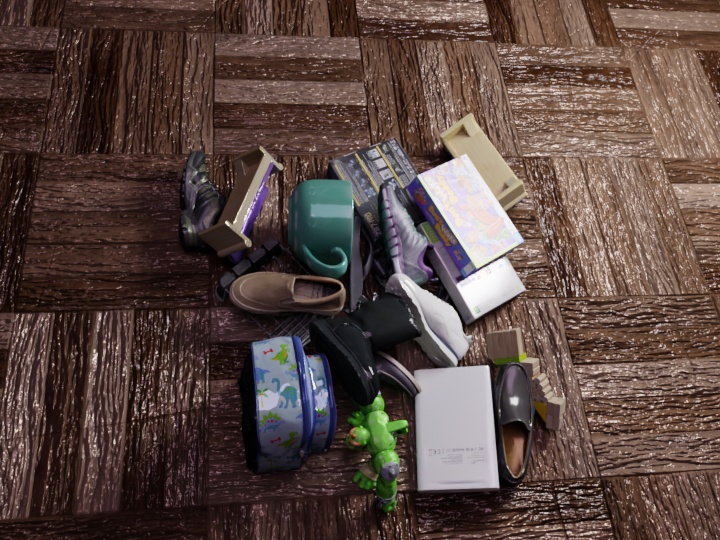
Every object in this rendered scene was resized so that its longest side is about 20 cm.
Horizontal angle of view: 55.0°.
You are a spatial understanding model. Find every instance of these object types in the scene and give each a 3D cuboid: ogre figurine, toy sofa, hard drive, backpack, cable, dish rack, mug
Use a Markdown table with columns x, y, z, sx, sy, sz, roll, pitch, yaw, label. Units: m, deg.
| x | y | z | sx | sy | sz | roll | pitch | yaw | label |
| --- | --- | --- | --- | --- | --- | --- | --- | --- | --- |
| 0.024 | 0.265 | 1.095 | 0.096 | 0.120 | 0.203 | 8 | 60 | -4 | ogre figurine |
| 0.250 | -0.209 | 1.414 | 0.082 | 0.098 | 0.202 | -34 | 68 | 7 | toy sofa |
| 0.157 | 0.262 | 1.150 | 0.129 | 0.026 | 0.203 | -5 | 60 | 10 | hard drive |
| -0.205 | -0.117 | 1.257 | 0.098 | 0.082 | 0.202 | 44 | 47 | -33 | toy sofa |
| -0.114 | 0.199 | 1.064 | 0.144 | 0.201 | 0.186 | -6 | 61 | -11 | backpack |
| 0.123 | -0.005 | 1.296 | 0.197 | 0.051 | 0.165 | -20 | 66 | -19 | cable |
| -0.144 | 0.047 | 1.228 | 0.200 | 0.055 | 0.153 | 43 | 66 | 13 | dish rack |
| -0.074 | -0.083 | 1.237 | 0.112 | 0.185 | 0.155 | 1 | 106 | -6 | mug |

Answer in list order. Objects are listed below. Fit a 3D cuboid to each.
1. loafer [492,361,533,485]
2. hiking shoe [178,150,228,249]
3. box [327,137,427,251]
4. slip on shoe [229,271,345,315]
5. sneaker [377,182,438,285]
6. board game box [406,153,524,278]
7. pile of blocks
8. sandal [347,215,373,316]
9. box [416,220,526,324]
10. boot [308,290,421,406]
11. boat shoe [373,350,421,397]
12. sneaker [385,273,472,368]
| x | y | z | sx | sy | sz | roll | pitch | yaw | label |
| --- | --- | --- | --- | --- | --- | --- | --- | --- | --- |
| 0.257 | 0.249 | 1.141 | 0.071 | 0.072 | 0.204 | 2 | 74 | -1 | loafer |
| -0.288 | -0.130 | 1.300 | 0.099 | 0.076 | 0.204 | 5 | 67 | -19 | hiking shoe |
| 0.047 | -0.154 | 1.367 | 0.159 | 0.049 | 0.202 | -22 | 67 | -21 | box |
| -0.122 | 0.036 | 1.172 | 0.196 | 0.061 | 0.077 | 9 | 62 | -6 | slip on shoe |
| 0.084 | -0.065 | 1.257 | 0.086 | 0.074 | 0.204 | -8 | 78 | -6 | sneaker |
| 0.194 | -0.103 | 1.278 | 0.133 | 0.045 | 0.202 | -27 | 79 | -32 | board game box |
| 0.291 | 0.190 | 1.220 | 0.062 | 0.082 | 0.202 | -5 | 63 | -61 | pile of blocks |
| 0.000 | 0.001 | 1.266 | 0.042 | 0.076 | 0.204 | 2 | 72 | -5 | sandal |
| 0.204 | -0.018 | 1.291 | 0.143 | 0.036 | 0.202 | -23 | 80 | -31 | box |
| 0.025 | 0.116 | 1.105 | 0.160 | 0.074 | 0.198 | -17 | 38 | -25 | boot |
| 0.012 | 0.165 | 1.180 | 0.199 | 0.073 | 0.063 | 34 | 70 | 16 | boat shoe |
| 0.119 | 0.077 | 1.212 | 0.081 | 0.076 | 0.201 | -45 | 109 | -26 | sneaker |
